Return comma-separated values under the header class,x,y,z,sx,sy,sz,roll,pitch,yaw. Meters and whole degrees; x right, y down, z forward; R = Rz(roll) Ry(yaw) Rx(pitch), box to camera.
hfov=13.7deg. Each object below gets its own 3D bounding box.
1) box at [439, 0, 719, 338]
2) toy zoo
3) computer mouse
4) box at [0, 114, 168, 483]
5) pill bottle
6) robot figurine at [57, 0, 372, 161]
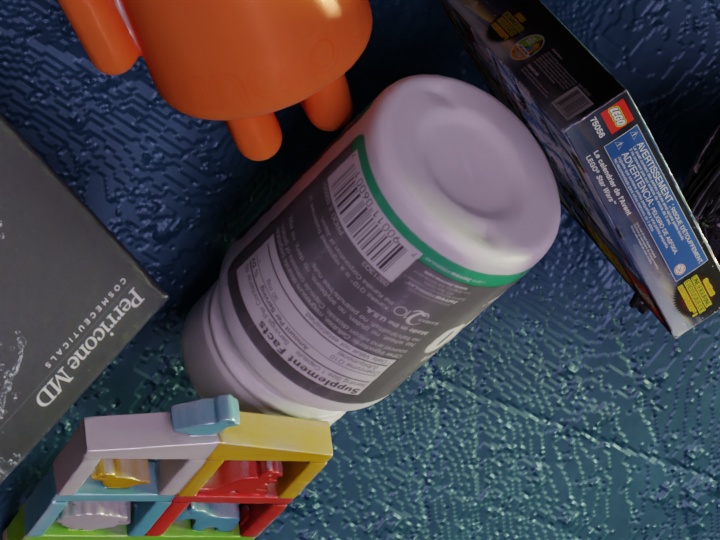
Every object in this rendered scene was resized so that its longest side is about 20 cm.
class,x,y,z,sx,sy,sz,roll,pitch,yaw
box,0.108,-0.069,1.496,0.040,0.200,0.137,-32,123,-1
toy zoo,-0.098,0.110,1.547,0.131,0.021,0.200,3,155,-22
computer mouse,0.214,-0.055,1.593,0.200,0.053,0.139,-16,145,-51
box,-0.235,0.007,1.434,0.197,0.117,0.200,-48,124,-10
pill bottle,0.000,0.000,1.504,0.113,0.113,0.200,20,138,-27
robot figurine,-0.063,-0.154,1.441,0.143,0.117,0.200,-1,127,29
